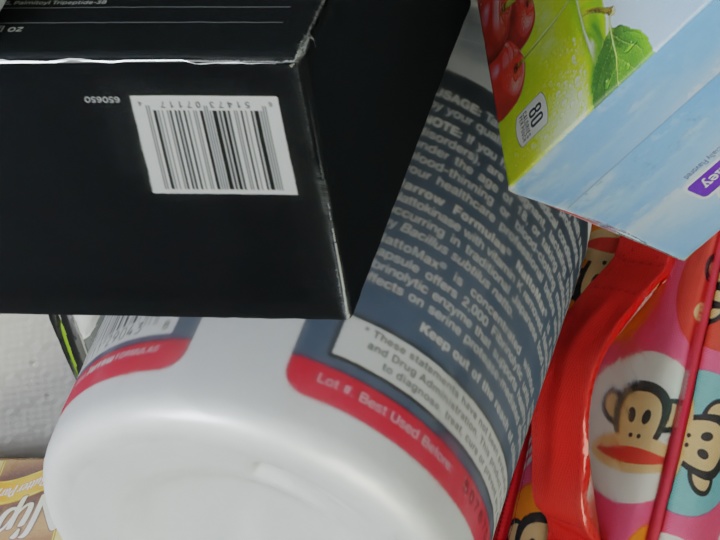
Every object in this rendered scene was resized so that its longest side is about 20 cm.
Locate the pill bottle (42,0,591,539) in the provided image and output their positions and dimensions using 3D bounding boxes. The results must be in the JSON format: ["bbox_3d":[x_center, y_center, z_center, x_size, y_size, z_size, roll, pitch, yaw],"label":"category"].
[{"bbox_3d":[0.000,0.000,0.767,0.119,0.201,0.120,14,143,11],"label":"pill bottle"}]

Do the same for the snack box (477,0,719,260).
[{"bbox_3d":[0.098,-0.133,0.697,0.067,0.201,0.169,20,136,-32],"label":"snack box"}]

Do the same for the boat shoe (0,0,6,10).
[{"bbox_3d":[-0.122,-0.126,0.658,0.072,0.200,0.071,-17,126,-12],"label":"boat shoe"}]

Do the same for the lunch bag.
[{"bbox_3d":[0.108,0.059,0.847,0.176,0.082,0.202,22,82,-47],"label":"lunch bag"}]

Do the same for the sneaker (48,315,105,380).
[{"bbox_3d":[-0.066,-0.030,0.844,0.080,0.074,0.201,-22,137,-13],"label":"sneaker"}]

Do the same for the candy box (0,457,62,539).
[{"bbox_3d":[-0.075,0.140,0.938,0.115,0.056,0.200,-5,140,36],"label":"candy box"}]

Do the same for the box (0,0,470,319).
[{"bbox_3d":[-0.085,-0.059,0.683,0.198,0.142,0.079,1,129,17],"label":"box"}]
